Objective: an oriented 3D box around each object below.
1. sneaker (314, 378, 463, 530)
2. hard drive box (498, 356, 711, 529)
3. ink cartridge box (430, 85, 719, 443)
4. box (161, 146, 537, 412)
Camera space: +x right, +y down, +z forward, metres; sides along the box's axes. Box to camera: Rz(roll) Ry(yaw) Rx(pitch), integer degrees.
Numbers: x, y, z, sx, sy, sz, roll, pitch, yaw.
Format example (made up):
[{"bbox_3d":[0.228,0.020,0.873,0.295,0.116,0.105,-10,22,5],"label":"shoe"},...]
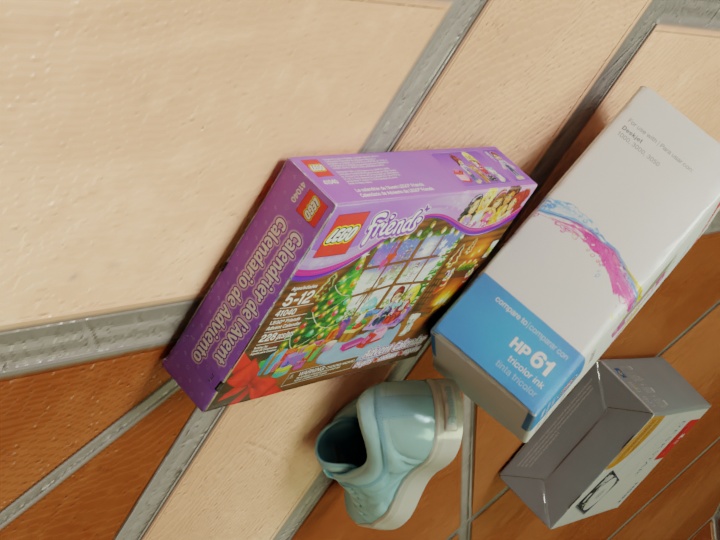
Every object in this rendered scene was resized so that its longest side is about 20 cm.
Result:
[{"bbox_3d":[0.004,0.122,0.976,0.082,0.074,0.200,4,148,-14],"label":"sneaker"},{"bbox_3d":[0.247,0.167,1.433,0.156,0.077,0.200,-52,157,18],"label":"hard drive box"},{"bbox_3d":[0.139,0.000,0.901,0.200,0.085,0.145,-50,169,-7],"label":"ink cartridge box"},{"bbox_3d":[0.000,0.000,0.770,0.200,0.039,0.137,-10,139,-55],"label":"box"}]
